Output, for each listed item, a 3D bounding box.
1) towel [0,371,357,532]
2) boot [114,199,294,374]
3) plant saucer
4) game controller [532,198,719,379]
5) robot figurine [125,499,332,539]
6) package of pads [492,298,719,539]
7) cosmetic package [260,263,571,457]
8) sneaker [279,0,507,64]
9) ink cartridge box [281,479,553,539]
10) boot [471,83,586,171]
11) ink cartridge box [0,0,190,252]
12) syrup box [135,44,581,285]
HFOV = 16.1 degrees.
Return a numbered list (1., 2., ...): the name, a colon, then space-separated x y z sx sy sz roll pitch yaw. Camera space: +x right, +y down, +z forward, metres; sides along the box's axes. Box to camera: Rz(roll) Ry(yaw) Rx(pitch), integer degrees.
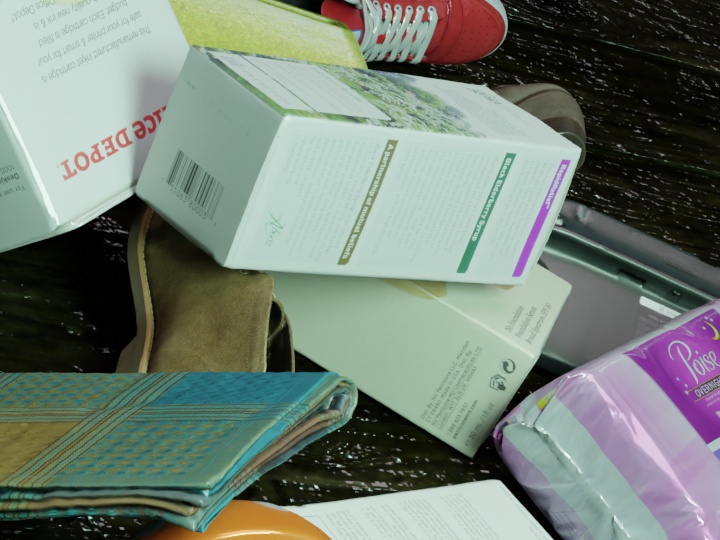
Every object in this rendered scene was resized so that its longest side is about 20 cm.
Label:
1. towel: -0.117 0.068 0.991 0.200 0.022 0.147 -2 14 24
2. boot: -0.065 0.018 1.174 0.074 0.075 0.200 58 15 -32
3. plant saucer: -0.080 -0.133 1.385 0.200 0.048 0.200 18 6 -4
4. game controller: 0.165 0.034 1.422 0.200 0.042 0.105 24 69 -11
5. robot figurine: -0.040 0.164 0.916 0.117 0.144 0.200 39 15 -40
6. package of pads: 0.161 0.090 1.290 0.121 0.076 0.200 54 32 10
7. cosmetic package: 0.000 0.000 1.306 0.200 0.071 0.105 31 26 1
8. sneaker: 0.009 -0.154 1.595 0.200 0.071 0.113 12 26 -19
9. ink cartridge box: 0.032 0.164 1.079 0.200 0.050 0.161 -4 42 -44
10. boot: 0.036 -0.065 1.461 0.200 0.070 0.146 -9 14 -12
11. ink cartridge box: -0.167 -0.120 1.196 0.144 0.085 0.200 -35 103 -52
12. syrup box: 0.003 -0.047 1.204 0.200 0.082 0.079 5 25 -44
